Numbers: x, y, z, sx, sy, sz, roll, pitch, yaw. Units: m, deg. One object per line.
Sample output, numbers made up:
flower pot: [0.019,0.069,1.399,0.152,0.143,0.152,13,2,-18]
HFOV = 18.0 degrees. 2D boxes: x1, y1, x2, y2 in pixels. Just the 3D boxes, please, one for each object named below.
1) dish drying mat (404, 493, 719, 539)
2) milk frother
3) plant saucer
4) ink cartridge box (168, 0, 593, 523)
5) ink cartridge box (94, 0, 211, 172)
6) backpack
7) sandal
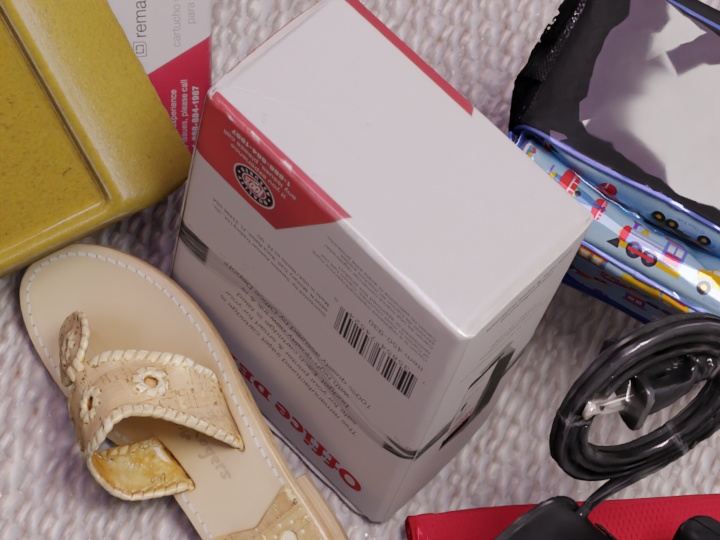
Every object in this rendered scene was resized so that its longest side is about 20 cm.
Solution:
dish drying mat: [0.121,0.141,1.022,0.198,0.018,0.077,-2,67,-10]
milk frother: [0.138,0.147,0.885,0.188,0.201,0.180,35,62,24]
plant saucer: [-0.190,-0.059,0.946,0.199,0.201,0.049,-26,37,1]
ink cartridge box: [0.000,0.000,0.969,0.147,0.200,0.083,43,64,12]
ink cartridge box: [-0.169,-0.114,1.000,0.198,0.146,0.084,-6,37,-12]
backpack: [0.149,-0.038,1.021,0.182,0.200,0.135,29,85,3]
sandal: [-0.086,0.071,0.981,0.078,0.070,0.212,-45,78,19]
